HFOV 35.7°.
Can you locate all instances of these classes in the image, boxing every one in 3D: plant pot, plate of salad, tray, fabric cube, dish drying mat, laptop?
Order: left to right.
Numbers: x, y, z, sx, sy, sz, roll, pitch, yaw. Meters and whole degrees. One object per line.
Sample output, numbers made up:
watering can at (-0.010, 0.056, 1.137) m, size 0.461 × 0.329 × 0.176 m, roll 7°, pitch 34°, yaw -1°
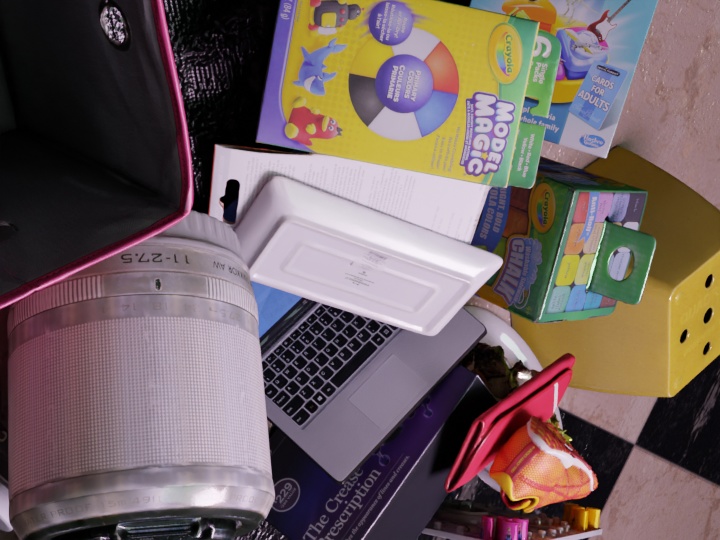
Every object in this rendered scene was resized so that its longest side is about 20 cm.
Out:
fabric cube at (-0.230, -0.103, 0.556) m, size 0.200 × 0.199 × 0.197 m, roll -29°, pitch 127°, yaw -34°
laptop at (-0.023, 0.026, 0.894) m, size 0.187 × 0.200 × 0.116 m, roll -44°, pitch 165°, yaw -21°
tray at (0.000, 0.000, 0.845) m, size 0.200 × 0.022 × 0.107 m, roll 19°, pitch 133°, yaw -24°
plate of salad at (0.143, 0.123, 1.090) m, size 0.200 × 0.048 × 0.200 m, roll 28°, pitch 48°, yaw -36°
dish drying mat at (0.137, 0.130, 0.980) m, size 0.200 × 0.018 × 0.077 m, roll -21°, pitch 139°, yaw -56°
plant pot at (0.288, 0.018, 1.170) m, size 0.200 × 0.176 × 0.200 m, roll -33°, pitch 130°, yaw -31°

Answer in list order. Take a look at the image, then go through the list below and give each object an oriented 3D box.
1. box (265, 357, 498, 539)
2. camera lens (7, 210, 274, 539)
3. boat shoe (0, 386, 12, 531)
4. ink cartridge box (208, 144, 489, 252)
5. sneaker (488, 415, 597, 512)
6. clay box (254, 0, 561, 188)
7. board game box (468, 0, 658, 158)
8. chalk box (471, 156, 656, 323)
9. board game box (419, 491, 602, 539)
box at (0.006, 0.157, 0.972) m, size 0.200 × 0.141 × 0.079 m, roll -53°, pitch 138°, yaw -13°
camera lens at (-0.141, 0.078, 0.711) m, size 0.160 × 0.160 × 0.200 m, roll 18°, pitch 58°, yaw -49°
boat shoe at (-0.259, 0.091, 0.725) m, size 0.066 × 0.070 × 0.200 m, roll -54°, pitch 138°, yaw -31°
ink cartridge box at (-0.011, -0.059, 0.833) m, size 0.200 × 0.050 × 0.109 m, roll 5°, pitch 137°, yaw -9°
sneaker at (0.158, 0.178, 0.997) m, size 0.077 × 0.073 × 0.200 m, roll -45°, pitch 151°, yaw 5°
clay box at (0.036, -0.125, 0.755) m, size 0.200 × 0.048 × 0.115 m, roll 9°, pitch 96°, yaw -6°
board game box at (0.167, -0.213, 0.954) m, size 0.047 × 0.151 × 0.200 m, roll -58°, pitch 164°, yaw -79°
chalk box at (0.165, -0.030, 1.000) m, size 0.124 × 0.200 × 0.125 m, roll -2°, pitch 110°, yaw -45°
board game box at (0.099, 0.224, 1.049) m, size 0.200 × 0.200 × 0.026 m, roll 12°, pitch 84°, yaw -56°
